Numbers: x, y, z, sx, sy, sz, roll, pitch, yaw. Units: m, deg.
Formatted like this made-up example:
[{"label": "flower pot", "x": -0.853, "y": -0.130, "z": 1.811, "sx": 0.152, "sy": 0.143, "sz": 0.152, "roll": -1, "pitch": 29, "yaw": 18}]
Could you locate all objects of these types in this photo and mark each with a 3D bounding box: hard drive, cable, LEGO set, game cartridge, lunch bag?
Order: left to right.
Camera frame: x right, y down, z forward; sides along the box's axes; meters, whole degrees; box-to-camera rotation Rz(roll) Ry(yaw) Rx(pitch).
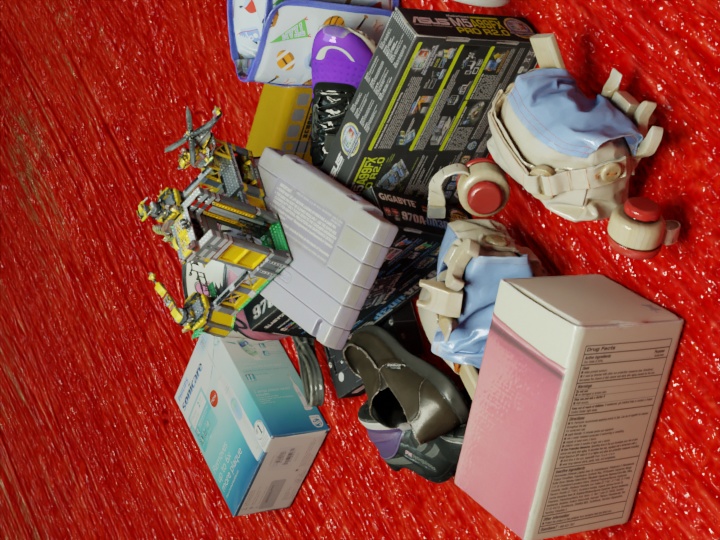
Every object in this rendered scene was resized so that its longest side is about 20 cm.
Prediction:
[{"label": "LEGO set", "x": -0.161, "y": -0.044, "z": 1.312, "sx": 0.153, "sy": 0.115, "sz": 0.202, "roll": -34, "pitch": 54, "yaw": 34}, {"label": "cable", "x": -0.077, "y": 0.075, "z": 1.595, "sx": 0.097, "sy": 0.050, "sz": 0.201, "roll": 117, "pitch": 154, "yaw": -52}, {"label": "game cartridge", "x": -0.052, "y": -0.027, "z": 1.304, "sx": 0.200, "sy": 0.038, "sz": 0.130, "roll": 36, "pitch": 100, "yaw": 46}, {"label": "lunch bag", "x": -0.048, "y": -0.294, "z": 1.466, "sx": 0.124, "sy": 0.169, "sz": 0.202, "roll": 15, "pitch": 103, "yaw": 58}, {"label": "hard drive", "x": -0.003, "y": 0.024, "z": 1.534, "sx": 0.140, "sy": 0.038, "sz": 0.202, "roll": -38, "pitch": 62, "yaw": 49}]

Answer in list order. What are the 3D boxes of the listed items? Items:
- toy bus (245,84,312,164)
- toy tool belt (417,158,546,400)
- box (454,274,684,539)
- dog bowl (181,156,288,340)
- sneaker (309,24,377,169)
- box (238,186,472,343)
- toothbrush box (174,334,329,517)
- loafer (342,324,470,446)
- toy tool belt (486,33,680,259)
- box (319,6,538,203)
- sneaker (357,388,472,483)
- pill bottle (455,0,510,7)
[{"label": "toy bus", "x": -0.088, "y": -0.138, "z": 1.609, "sx": 0.065, "sy": 0.078, "sz": 0.201, "roll": 48, "pitch": 129, "yaw": 42}, {"label": "toy tool belt", "x": 0.112, "y": 0.013, "z": 1.266, "sx": 0.123, "sy": 0.124, "sz": 0.202, "roll": -95, "pitch": 7, "yaw": -60}, {"label": "box", "x": 0.177, "y": 0.115, "z": 1.205, "sx": 0.109, "sy": 0.127, "sz": 0.202, "roll": 34, "pitch": 118, "yaw": 50}, {"label": "dog bowl", "x": -0.097, "y": -0.016, "z": 1.480, "sx": 0.073, "sy": 0.199, "sz": 0.202, "roll": 19, "pitch": 109, "yaw": 32}, {"label": "sneaker", "x": -0.020, "y": -0.158, "z": 1.431, "sx": 0.201, "sy": 0.069, "sz": 0.100, "roll": 83, "pitch": -159, "yaw": -53}, {"label": "box", "x": 0.000, "y": 0.000, "z": 1.384, "sx": 0.200, "sy": 0.158, "sz": 0.046, "roll": -38, "pitch": 60, "yaw": 31}, {"label": "toothbrush box", "x": -0.136, "y": 0.173, "z": 1.695, "sx": 0.201, "sy": 0.085, "sz": 0.147, "roll": 58, "pitch": 136, "yaw": 36}, {"label": "loafer", "x": 0.029, "y": 0.113, "z": 1.377, "sx": 0.073, "sy": 0.071, "sz": 0.200, "roll": 58, "pitch": 165, "yaw": -27}, {"label": "toy tool belt", "x": 0.194, "y": -0.111, "z": 1.174, "sx": 0.200, "sy": 0.124, "sz": 0.124, "roll": 45, "pitch": 136, "yaw": 43}, {"label": "box", "x": 0.067, "y": -0.151, "z": 1.318, "sx": 0.044, "sy": 0.159, "sz": 0.201, "roll": 57, "pitch": 136, "yaw": 36}, {"label": "sneaker", "x": 0.092, "y": 0.172, "z": 1.402, "sx": 0.199, "sy": 0.076, "sz": 0.088, "roll": 3, "pitch": 124, "yaw": 47}, {"label": "pill bottle", "x": 0.115, "y": -0.356, "z": 1.271, "sx": 0.120, "sy": 0.119, "sz": 0.201, "roll": 46, "pitch": 128, "yaw": 43}]
